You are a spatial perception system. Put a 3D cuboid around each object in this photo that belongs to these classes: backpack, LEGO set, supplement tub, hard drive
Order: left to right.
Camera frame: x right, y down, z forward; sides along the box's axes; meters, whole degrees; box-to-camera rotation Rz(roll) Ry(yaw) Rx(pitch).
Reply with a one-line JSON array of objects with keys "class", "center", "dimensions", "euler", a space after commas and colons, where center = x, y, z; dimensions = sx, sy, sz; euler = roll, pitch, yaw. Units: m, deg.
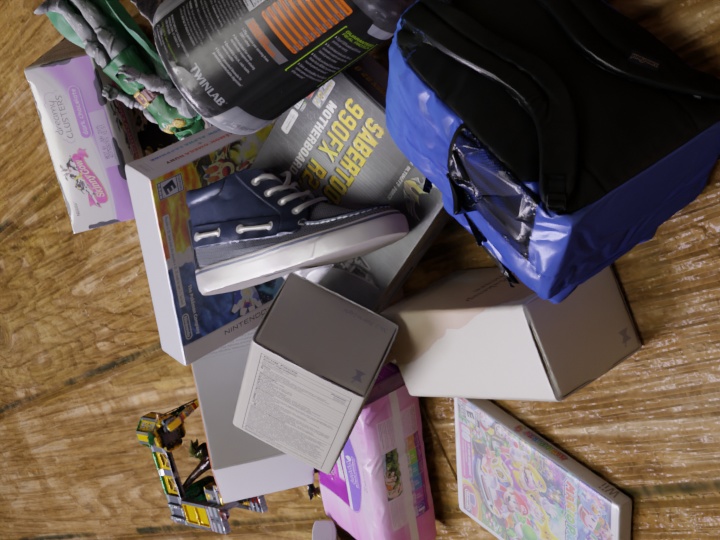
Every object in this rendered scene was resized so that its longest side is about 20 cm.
[{"class": "LEGO set", "center": [-0.124, 0.187, 1.567], "dimensions": [0.116, 0.199, 0.155], "euler": [0, 101, 50]}, {"class": "supplement tub", "center": [-0.044, -0.199, 1.096], "dimensions": [0.200, 0.122, 0.123], "euler": [-32, 86, 23]}, {"class": "hard drive", "center": [-0.037, 0.338, 1.577], "dimensions": [0.200, 0.026, 0.133], "euler": [88, -177, -76]}, {"class": "backpack", "center": [0.107, -0.092, 0.976], "dimensions": [0.200, 0.162, 0.168], "euler": [48, 151, 23]}]

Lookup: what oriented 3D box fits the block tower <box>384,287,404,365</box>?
[{"class": "block tower", "center": [0.000, 0.000, 1.336], "dimensions": [0.054, 0.058, 0.201], "euler": [29, 138, 45]}]

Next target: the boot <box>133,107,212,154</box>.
[{"class": "boot", "center": [-0.156, -0.122, 1.468], "dimensions": [0.150, 0.073, 0.201], "euler": [0, 110, 57]}]

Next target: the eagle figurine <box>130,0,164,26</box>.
[{"class": "eagle figurine", "center": [-0.137, -0.279, 1.244], "dimensions": [0.151, 0.152, 0.200], "euler": [30, -169, -35]}]

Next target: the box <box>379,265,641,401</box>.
[{"class": "box", "center": [0.111, 0.047, 1.157], "dimensions": [0.200, 0.095, 0.078], "euler": [-7, 108, 58]}]

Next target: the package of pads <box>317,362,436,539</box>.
[{"class": "package of pads", "center": [0.007, 0.175, 1.451], "dimensions": [0.120, 0.075, 0.201], "euler": [27, 135, 47]}]

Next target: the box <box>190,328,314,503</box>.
[{"class": "box", "center": [-0.113, 0.110, 1.474], "dimensions": [0.125, 0.097, 0.201], "euler": [90, 167, -66]}]

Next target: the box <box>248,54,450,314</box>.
[{"class": "box", "center": [-0.010, -0.064, 1.221], "dimensions": [0.158, 0.048, 0.200], "euler": [45, 130, 11]}]

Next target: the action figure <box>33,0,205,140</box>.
[{"class": "action figure", "center": [-0.206, -0.181, 1.357], "dimensions": [0.200, 0.055, 0.118], "euler": [45, 153, -11]}]

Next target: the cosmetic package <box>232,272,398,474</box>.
[{"class": "cosmetic package", "center": [-0.042, 0.091, 1.254], "dimensions": [0.103, 0.073, 0.200], "euler": [27, 153, 2]}]

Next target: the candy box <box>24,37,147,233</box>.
[{"class": "candy box", "center": [-0.265, -0.148, 1.515], "dimensions": [0.200, 0.071, 0.169], "euler": [-91, -12, -73]}]

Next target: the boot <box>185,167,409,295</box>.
[{"class": "boot", "center": [-0.058, -0.045, 1.191], "dimensions": [0.199, 0.073, 0.091], "euler": [-15, 84, 29]}]

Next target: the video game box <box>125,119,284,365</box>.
[{"class": "video game box", "center": [-0.111, -0.038, 1.355], "dimensions": [0.047, 0.182, 0.201], "euler": [28, 137, 41]}]

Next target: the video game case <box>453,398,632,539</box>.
[{"class": "video game case", "center": [0.154, 0.202, 1.294], "dimensions": [0.200, 0.018, 0.144], "euler": [33, 139, 42]}]
